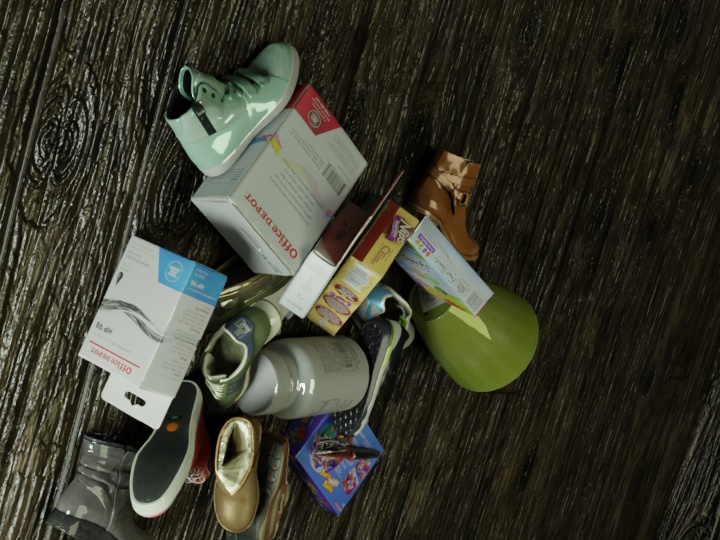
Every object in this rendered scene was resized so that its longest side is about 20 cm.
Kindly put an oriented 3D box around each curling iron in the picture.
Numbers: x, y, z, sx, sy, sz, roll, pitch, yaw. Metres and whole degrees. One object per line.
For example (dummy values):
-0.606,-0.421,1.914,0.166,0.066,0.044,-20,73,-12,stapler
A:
-0.013,0.284,1.732,0.200,0.049,0.026,31,49,-62,curling iron

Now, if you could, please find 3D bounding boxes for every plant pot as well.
0.168,0.081,1.848,0.200,0.187,0.188,36,78,-45,plant pot

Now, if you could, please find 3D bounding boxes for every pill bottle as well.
-0.088,0.153,1.581,0.200,0.114,0.115,0,107,-53,pill bottle

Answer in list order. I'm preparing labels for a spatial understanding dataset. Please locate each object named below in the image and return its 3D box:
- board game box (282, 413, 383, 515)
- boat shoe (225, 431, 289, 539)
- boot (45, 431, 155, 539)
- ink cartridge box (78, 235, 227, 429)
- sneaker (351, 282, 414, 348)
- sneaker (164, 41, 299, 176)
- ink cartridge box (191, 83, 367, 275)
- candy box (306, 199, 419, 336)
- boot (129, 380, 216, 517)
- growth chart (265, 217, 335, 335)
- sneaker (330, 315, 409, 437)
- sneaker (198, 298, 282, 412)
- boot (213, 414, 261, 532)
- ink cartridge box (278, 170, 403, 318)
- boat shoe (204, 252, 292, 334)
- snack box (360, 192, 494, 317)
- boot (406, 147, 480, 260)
-0.045,0.283,1.764,0.135,0.045,0.200,-53,142,-22,board game box
-0.144,0.328,1.642,0.074,0.075,0.201,-12,125,-56,boat shoe
-0.301,0.288,1.412,0.132,0.070,0.200,-66,151,-15,boot
-0.255,0.073,1.316,0.067,0.116,0.201,29,83,-55,ink cartridge box
0.044,0.079,1.749,0.077,0.081,0.200,-62,146,-12,sneaker
-0.154,-0.225,1.337,0.201,0.074,0.118,-58,140,-18,sneaker
-0.101,-0.114,1.411,0.146,0.083,0.200,52,58,-34,ink cartridge box
0.000,0.000,1.561,0.117,0.056,0.200,-55,180,-34,candy box
-0.232,0.262,1.431,0.200,0.072,0.145,-77,163,-48,boot
-0.087,-0.001,1.581,0.200,0.018,0.145,-55,148,-19,growth chart
0.025,0.164,1.678,0.083,0.072,0.201,10,106,-47,sneaker
-0.179,0.121,1.432,0.090,0.067,0.200,-30,159,-52,sneaker
-0.169,0.276,1.483,0.200,0.066,0.176,133,-41,-85,boot
-0.023,-0.048,1.463,0.174,0.043,0.200,-56,-179,26,ink cartridge box
-0.151,0.000,1.459,0.200,0.073,0.063,-39,140,-26,boat shoe
0.096,-0.023,1.671,0.053,0.142,0.200,-51,127,-10,snack box
0.154,-0.107,1.809,0.200,0.077,0.156,20,96,-42,boot
